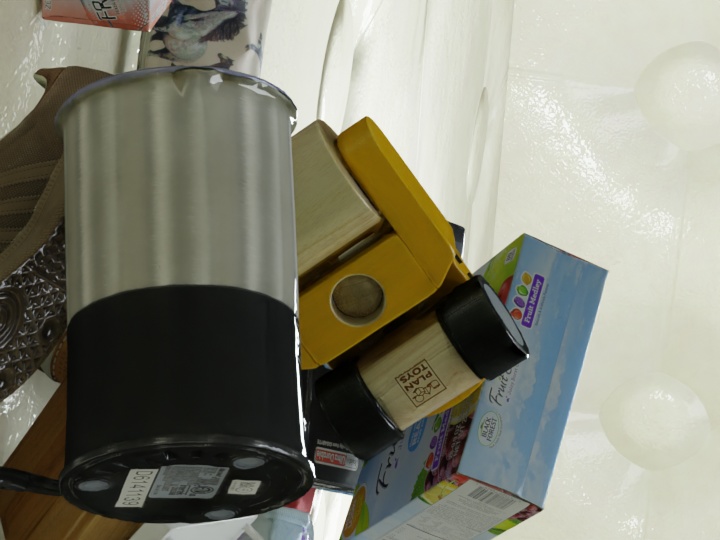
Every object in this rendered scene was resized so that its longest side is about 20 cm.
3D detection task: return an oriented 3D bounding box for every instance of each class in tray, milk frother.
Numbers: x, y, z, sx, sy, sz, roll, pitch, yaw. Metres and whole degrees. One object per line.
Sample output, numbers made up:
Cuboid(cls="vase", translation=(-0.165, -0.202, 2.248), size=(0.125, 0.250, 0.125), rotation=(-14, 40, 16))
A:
Cuboid(cls="tray", translation=(-0.128, 0.084, 1.512), size=(0.200, 0.037, 0.099), rotation=(-52, -142, 28))
Cuboid(cls="milk frother", translation=(-0.134, 0.018, 1.335), size=(0.180, 0.200, 0.188), rotation=(-37, -130, 52))

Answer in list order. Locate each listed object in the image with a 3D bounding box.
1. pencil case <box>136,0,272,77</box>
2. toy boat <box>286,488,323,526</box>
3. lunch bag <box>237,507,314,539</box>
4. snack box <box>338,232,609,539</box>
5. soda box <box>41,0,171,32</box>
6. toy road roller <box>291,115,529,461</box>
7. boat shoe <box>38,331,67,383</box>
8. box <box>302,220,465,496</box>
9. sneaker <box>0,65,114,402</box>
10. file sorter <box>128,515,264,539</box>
Cuboid(cls="pencil case", translation=(-0.103, -0.145, 1.756), size=(0.078, 0.089, 0.200), rotation=(-176, -85, -70))
Cuboid(cls="toy boat", translation=(-0.094, 0.094, 1.932), size=(0.131, 0.130, 0.200), rotation=(40, 56, -56))
Cuboid(cls="lunch bag", translation=(-0.098, 0.224, 1.704), size=(0.200, 0.127, 0.170), rotation=(-12, -114, 58))
Cuboid(cls="snack box", translation=(0.069, 0.090, 1.807), size=(0.200, 0.068, 0.169), rotation=(-44, -154, 61))
Cuboid(cls="soda box", translation=(-0.123, -0.202, 1.613), size=(0.200, 0.064, 0.068), rotation=(-67, 162, -62))
Cuboid(cls="toy road roller", translation=(0.000, 0.000, 1.676), size=(0.200, 0.123, 0.146), rotation=(53, 10, -18))
Cuboid(cls="boat shoe", translation=(-0.104, 0.050, 1.643), size=(0.200, 0.068, 0.075), rotation=(-1, 120, -47))
Cuboid(cls="box", translation=(0.000, 0.051, 1.921), size=(0.200, 0.050, 0.199), rotation=(20, 72, -58))
Cuboid(cls="sneaker", translation=(-0.177, -0.014, 1.434), size=(0.200, 0.076, 0.070), rotation=(-56, 145, -14))
Cuboid(cls="file sorter", translation=(-0.111, 0.238, 1.541), size=(0.200, 0.125, 0.139), rotation=(-47, 167, 10))
